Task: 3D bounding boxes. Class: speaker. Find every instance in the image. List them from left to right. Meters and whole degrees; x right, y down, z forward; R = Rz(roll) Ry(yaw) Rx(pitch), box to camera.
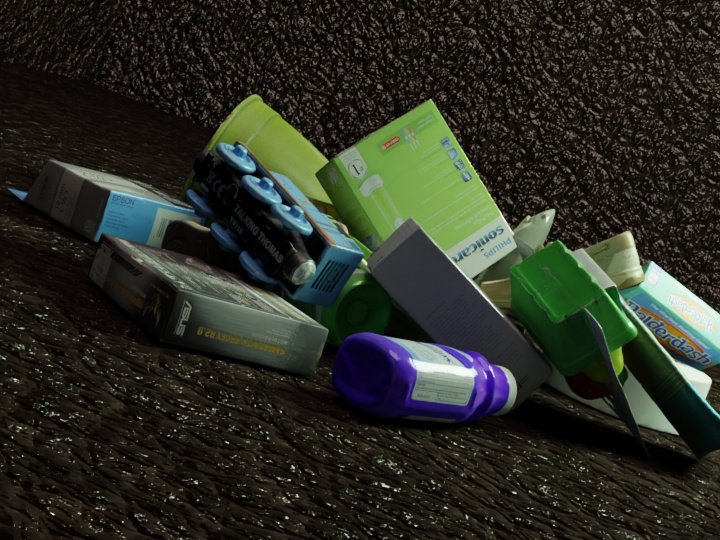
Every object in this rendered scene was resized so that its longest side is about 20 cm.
[{"bbox_3d":[-0.049,0.018,1.570,0.088,0.089,0.200,14,9,-35],"label":"speaker"}]

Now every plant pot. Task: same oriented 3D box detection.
[{"bbox_3d":[-0.103,-0.088,1.904,0.192,0.201,0.200,32,8,6],"label":"plant pot"}]

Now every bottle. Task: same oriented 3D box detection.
[{"bbox_3d":[0.065,0.099,1.322,0.083,0.066,0.199,24,8,42],"label":"bottle"}]

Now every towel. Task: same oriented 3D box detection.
[{"bbox_3d":[0.314,0.107,1.566,0.201,0.022,0.147,53,-7,10],"label":"towel"}]

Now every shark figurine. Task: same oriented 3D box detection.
[{"bbox_3d":[0.182,0.031,1.880,0.089,0.215,0.128,43,46,17],"label":"shark figurine"}]

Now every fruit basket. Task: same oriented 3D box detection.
[{"bbox_3d":[0.233,0.071,1.526,0.200,0.093,0.186,55,1,-38],"label":"fruit basket"}]

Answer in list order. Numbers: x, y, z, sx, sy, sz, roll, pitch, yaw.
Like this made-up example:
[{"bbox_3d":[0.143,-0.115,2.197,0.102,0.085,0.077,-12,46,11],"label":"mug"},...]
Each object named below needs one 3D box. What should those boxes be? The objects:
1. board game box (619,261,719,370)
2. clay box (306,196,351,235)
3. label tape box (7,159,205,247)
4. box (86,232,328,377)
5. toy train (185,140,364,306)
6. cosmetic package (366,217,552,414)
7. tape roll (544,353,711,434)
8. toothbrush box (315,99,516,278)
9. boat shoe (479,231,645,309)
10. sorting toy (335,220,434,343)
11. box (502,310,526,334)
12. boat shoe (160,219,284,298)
[{"bbox_3d":[0.365,0.075,1.893,0.152,0.045,0.200,37,-27,-8],"label":"board game box"},{"bbox_3d":[-0.025,-0.017,1.779,0.199,0.116,0.048,16,6,-29],"label":"clay box"},{"bbox_3d":[-0.295,-0.079,1.726,0.143,0.067,0.199,13,11,-45],"label":"label tape box"},{"bbox_3d":[-0.144,0.030,1.362,0.157,0.049,0.200,17,7,-33],"label":"box"},{"bbox_3d":[-0.090,-0.049,1.472,0.114,0.087,0.200,17,23,-50],"label":"toy train"},{"bbox_3d":[0.098,0.044,1.503,0.200,0.074,0.102,48,3,-8],"label":"cosmetic package"},{"bbox_3d":[0.318,0.128,1.792,0.201,0.071,0.202,19,7,-2],"label":"tape roll"},{"bbox_3d":[0.065,-0.071,1.721,0.201,0.145,0.086,57,-19,-1],"label":"toothbrush box"},{"bbox_3d":[0.213,0.000,1.630,0.199,0.066,0.072,-11,4,36],"label":"boat shoe"},{"bbox_3d":[0.000,0.000,1.658,0.200,0.037,0.185,49,-11,-30],"label":"sorting toy"},{"bbox_3d":[0.144,0.071,1.749,0.099,0.076,0.200,20,5,6],"label":"box"},{"bbox_3d":[-0.134,-0.005,1.564,0.071,0.076,0.199,16,9,-41],"label":"boat shoe"}]
